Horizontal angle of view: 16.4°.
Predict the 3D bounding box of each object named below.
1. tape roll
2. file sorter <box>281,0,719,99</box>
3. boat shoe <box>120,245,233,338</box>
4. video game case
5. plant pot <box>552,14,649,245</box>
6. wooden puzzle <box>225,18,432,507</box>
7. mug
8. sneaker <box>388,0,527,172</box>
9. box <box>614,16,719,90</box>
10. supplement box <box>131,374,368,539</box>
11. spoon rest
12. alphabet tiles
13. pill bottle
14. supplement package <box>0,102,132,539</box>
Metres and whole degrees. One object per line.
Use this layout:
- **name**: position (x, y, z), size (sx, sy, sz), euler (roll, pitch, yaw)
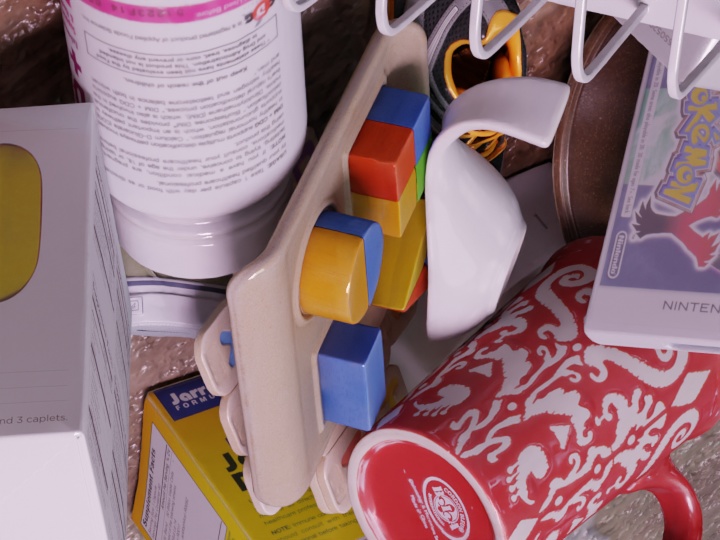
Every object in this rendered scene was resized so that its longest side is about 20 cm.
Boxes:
- **tape roll**: position (0.106, 0.034, 1.545), size (0.202, 0.071, 0.203), euler (-23, 140, -21)
- **file sorter**: position (0.078, -0.170, 1.124), size (0.125, 0.199, 0.139), euler (-46, 146, -55)
- **boat shoe**: position (-0.070, 0.006, 1.364), size (0.200, 0.072, 0.062), euler (8, 80, -59)
- **video game case**: position (0.218, -0.052, 1.299), size (0.023, 0.182, 0.201), euler (34, 66, -51)
- **plant pot**: position (0.247, -0.060, 1.412), size (0.200, 0.198, 0.201), euler (-14, 110, -41)
- **wooden puzzle**: position (0.000, 0.000, 1.285), size (0.186, 0.046, 0.200), euler (86, 27, -48)
- **mug**: position (0.110, 0.098, 1.361), size (0.200, 0.177, 0.134), euler (-35, 163, -40)
- **sneaker**: position (0.054, -0.095, 1.361), size (0.078, 0.077, 0.200), euler (-31, 144, -16)
- **box**: position (0.194, -0.221, 1.252), size (0.130, 0.200, 0.199), euler (3, 125, -41)
- **supplement box**: position (-0.036, 0.157, 1.434), size (0.109, 0.200, 0.109), euler (-18, 140, -28)
- **spoon rest**: position (0.061, -0.036, 1.322), size (0.200, 0.060, 0.100), euler (105, 8, -57)
- **alphabet tiles**: position (-0.023, 0.028, 1.357), size (0.196, 0.015, 0.201), euler (-53, 133, -44)
- **pill bottle**: position (-0.083, -0.097, 1.205), size (0.113, 0.113, 0.200), euler (-25, 140, -20)
- **supplement package**: position (-0.189, 0.049, 1.151), size (0.151, 0.201, 0.151), euler (-4, 138, 0)
